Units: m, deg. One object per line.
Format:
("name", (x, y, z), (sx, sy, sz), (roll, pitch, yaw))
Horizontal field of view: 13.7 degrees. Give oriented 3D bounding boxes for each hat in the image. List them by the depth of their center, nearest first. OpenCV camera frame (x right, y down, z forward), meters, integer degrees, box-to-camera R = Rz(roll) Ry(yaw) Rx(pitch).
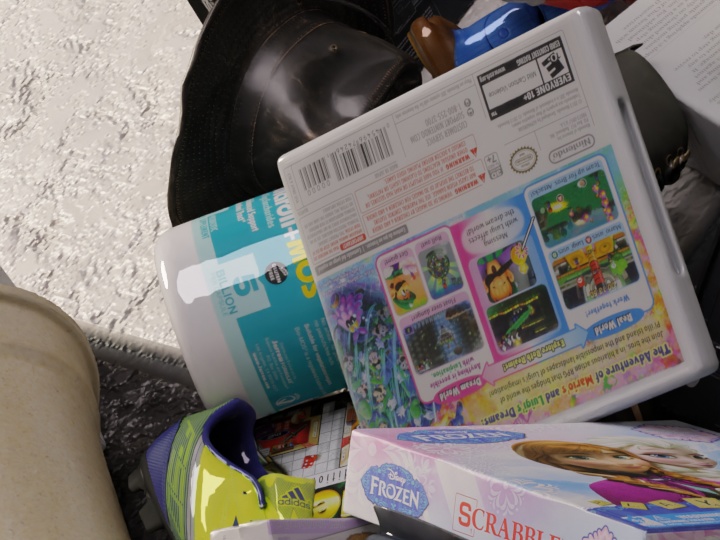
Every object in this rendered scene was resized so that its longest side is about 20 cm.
("hat", (-0.017, -0.080, 1.642), (0.081, 0.201, 0.201), (25, 64, 29))

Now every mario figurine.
("mario figurine", (0.116, -0.181, 1.708), (0.199, 0.106, 0.124), (-30, 36, 7))

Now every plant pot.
("plant pot", (-0.195, 0.140, 1.532), (0.200, 0.201, 0.184), (-33, 49, -1))

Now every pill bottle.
("pill bottle", (0.000, 0.000, 1.577), (0.199, 0.111, 0.111), (-20, 38, 2))

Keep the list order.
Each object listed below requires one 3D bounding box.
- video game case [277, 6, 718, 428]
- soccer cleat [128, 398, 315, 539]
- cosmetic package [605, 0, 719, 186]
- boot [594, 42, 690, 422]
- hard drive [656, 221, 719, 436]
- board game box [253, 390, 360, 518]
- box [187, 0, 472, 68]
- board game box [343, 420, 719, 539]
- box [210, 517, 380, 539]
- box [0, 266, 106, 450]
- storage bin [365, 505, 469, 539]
("video game case", (0.062, -0.005, 1.453), (0.199, 0.024, 0.183), (-25, 79, 35))
("soccer cleat", (-0.049, 0.142, 1.482), (0.084, 0.065, 0.200), (-38, 49, 7))
("cosmetic package", (0.220, -0.091, 1.562), (0.101, 0.071, 0.200), (-38, 38, -9))
("boot", (0.131, -0.017, 1.509), (0.138, 0.201, 0.077), (-21, -9, -28))
("hard drive", (0.226, -0.004, 1.407), (0.140, 0.038, 0.201), (29, 105, 49))
("board game box", (0.010, 0.100, 1.547), (0.199, 0.023, 0.105), (-17, 43, 21))
("box", (-0.005, -0.184, 1.751), (0.043, 0.160, 0.200), (14, 58, 42))
("board game box", (0.130, 0.105, 1.316), (0.199, 0.199, 0.041), (15, 101, 51))
("box", (0.014, 0.133, 1.375), (0.039, 0.199, 0.042), (-14, 77, 40))
("box", (-0.269, 0.076, 1.664), (0.200, 0.153, 0.106), (-33, 37, -1))
("storage bin", (0.062, 0.194, 1.191), (0.199, 0.145, 0.135), (18, 75, 42))
